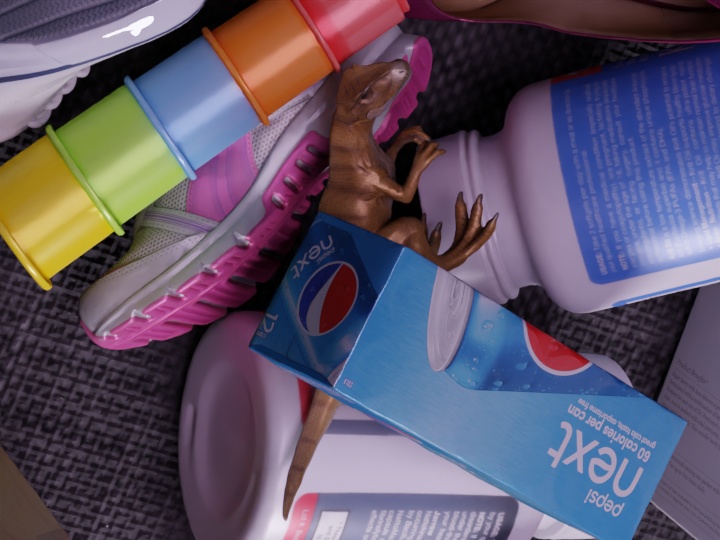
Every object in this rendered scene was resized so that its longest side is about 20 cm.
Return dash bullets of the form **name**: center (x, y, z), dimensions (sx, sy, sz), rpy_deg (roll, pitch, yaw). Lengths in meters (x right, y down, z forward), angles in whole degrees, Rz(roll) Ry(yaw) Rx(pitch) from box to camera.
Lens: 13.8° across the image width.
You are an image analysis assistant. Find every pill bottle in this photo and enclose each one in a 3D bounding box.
- **pill bottle**: center (0.131, -0.044, 1.383), dimensions (0.199, 0.112, 0.113), rpy_deg (-13, 117, 10)
- **pill bottle**: center (0.025, 0.082, 1.408), dimensions (0.199, 0.120, 0.120), rpy_deg (3, 107, -25)

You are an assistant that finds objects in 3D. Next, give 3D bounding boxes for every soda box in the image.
- **soda box**: center (0.050, 0.050, 1.290), dimensions (0.200, 0.064, 0.068), rpy_deg (31, 84, -41)

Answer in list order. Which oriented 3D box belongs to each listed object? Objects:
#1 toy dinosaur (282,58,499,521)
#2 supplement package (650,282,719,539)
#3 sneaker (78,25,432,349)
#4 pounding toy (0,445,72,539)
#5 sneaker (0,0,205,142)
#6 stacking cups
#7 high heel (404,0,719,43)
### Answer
- **toy dinosaur**: center (0.000, 0.000, 1.317), dimensions (0.106, 0.060, 0.201), rpy_deg (-7, 109, -40)
- **supplement package**: center (0.240, 0.048, 1.490), dimensions (0.119, 0.121, 0.201), rpy_deg (13, 103, -28)
- **sneaker**: center (-0.061, -0.051, 1.343), dimensions (0.088, 0.081, 0.200), rpy_deg (42, 87, 14)
- **pounding toy**: center (-0.155, 0.186, 1.318), dimensions (0.142, 0.200, 0.185), rpy_deg (-16, 115, -18)
- **sneaker**: center (-0.146, -0.097, 1.265), dimensions (0.199, 0.073, 0.071), rpy_deg (-14, 147, 21)
- **stacking cups**: center (-0.071, -0.073, 1.275), dimensions (0.200, 0.061, 0.061), rpy_deg (-36, 119, 1)
- **high heel**: center (0.078, -0.130, 1.330), dimensions (0.199, 0.096, 0.068), rpy_deg (-8, 123, 11)
